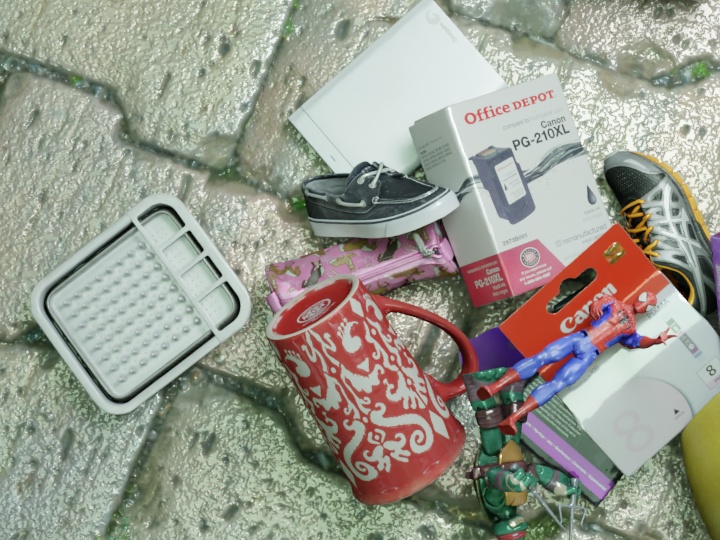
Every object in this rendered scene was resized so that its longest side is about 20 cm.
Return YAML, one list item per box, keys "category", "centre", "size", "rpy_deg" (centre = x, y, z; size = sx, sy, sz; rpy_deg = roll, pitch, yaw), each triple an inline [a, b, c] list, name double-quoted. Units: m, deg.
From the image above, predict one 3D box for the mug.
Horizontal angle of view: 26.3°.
- category: "mug"
  centre: [0.011, 0.102, 1.549]
  size: [0.133, 0.178, 0.201]
  rpy_deg: [-13, 117, 43]

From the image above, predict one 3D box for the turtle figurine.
- category: "turtle figurine"
  centre: [0.153, 0.196, 1.525]
  size: [0.100, 0.150, 0.201]
  rpy_deg: [-12, 84, 21]

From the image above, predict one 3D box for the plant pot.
- category: "plant pot"
  centre: [0.400, 0.189, 1.525]
  size: [0.200, 0.200, 0.142]
  rpy_deg: [-41, 65, 1]

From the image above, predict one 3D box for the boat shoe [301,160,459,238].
- category: "boat shoe"
  centre: [0.014, -0.077, 1.559]
  size: [0.072, 0.199, 0.068]
  rpy_deg: [-33, 111, -35]

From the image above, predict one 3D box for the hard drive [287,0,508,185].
- category: "hard drive"
  centre: [0.040, -0.177, 1.638]
  size: [0.200, 0.027, 0.132]
  rpy_deg: [-41, 85, 0]

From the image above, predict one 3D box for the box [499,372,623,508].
- category: "box"
  centre: [0.252, 0.122, 1.594]
  size: [0.143, 0.036, 0.200]
  rpy_deg: [40, 94, 1]

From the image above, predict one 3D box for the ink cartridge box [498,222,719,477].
- category: "ink cartridge box"
  centre: [0.260, 0.081, 1.522]
  size: [0.162, 0.057, 0.200]
  rpy_deg: [-42, 113, 4]

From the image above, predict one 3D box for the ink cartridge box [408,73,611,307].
- category: "ink cartridge box"
  centre: [0.156, -0.083, 1.562]
  size: [0.144, 0.084, 0.201]
  rpy_deg: [-20, 89, -28]

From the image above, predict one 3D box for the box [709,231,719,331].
- category: "box"
  centre: [0.433, -0.001, 1.523]
  size: [0.199, 0.039, 0.138]
  rpy_deg: [-22, 113, -29]

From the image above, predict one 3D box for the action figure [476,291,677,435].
- category: "action figure"
  centre: [0.213, 0.075, 1.448]
  size: [0.200, 0.099, 0.065]
  rpy_deg: [-35, 92, -18]

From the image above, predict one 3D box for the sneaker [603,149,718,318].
- category: "sneaker"
  centre: [0.308, -0.035, 1.575]
  size: [0.077, 0.078, 0.200]
  rpy_deg: [-33, 84, -27]

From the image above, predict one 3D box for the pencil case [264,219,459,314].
- category: "pencil case"
  centre: [0.000, 0.000, 1.597]
  size: [0.199, 0.087, 0.083]
  rpy_deg: [-20, 57, 5]

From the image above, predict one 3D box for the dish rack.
- category: "dish rack"
  centre: [-0.230, 0.036, 1.635]
  size: [0.200, 0.044, 0.172]
  rpy_deg: [-37, 86, 1]

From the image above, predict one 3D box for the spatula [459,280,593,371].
- category: "spatula"
  centre: [0.194, 0.054, 1.615]
  size: [0.199, 0.021, 0.057]
  rpy_deg: [-33, 103, -3]
